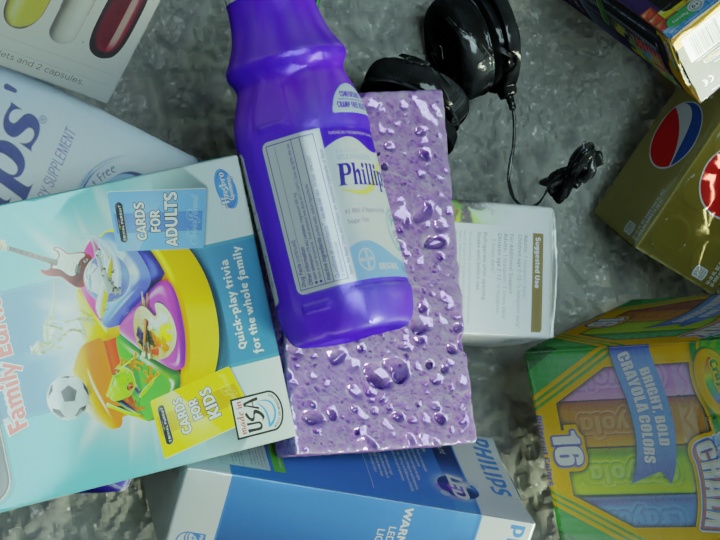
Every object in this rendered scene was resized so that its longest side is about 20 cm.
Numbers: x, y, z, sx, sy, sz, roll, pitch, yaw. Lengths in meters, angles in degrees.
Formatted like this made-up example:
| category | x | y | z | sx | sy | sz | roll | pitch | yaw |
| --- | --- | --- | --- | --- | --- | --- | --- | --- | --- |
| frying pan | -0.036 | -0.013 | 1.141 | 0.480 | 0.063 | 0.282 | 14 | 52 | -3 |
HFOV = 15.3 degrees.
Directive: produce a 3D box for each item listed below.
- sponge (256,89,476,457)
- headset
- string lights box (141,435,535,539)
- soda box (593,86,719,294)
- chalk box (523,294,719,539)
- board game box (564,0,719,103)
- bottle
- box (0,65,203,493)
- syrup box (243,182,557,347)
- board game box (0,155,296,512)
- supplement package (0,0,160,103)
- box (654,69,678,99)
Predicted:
| category | x | y | z | sx | sy | sz | roll | pitch | yaw |
| --- | --- | --- | --- | --- | --- | --- | --- | --- | --- |
| sponge | 0.000 | 0.000 | 1.467 | 0.111 | 0.030 | 0.200 | -1 | 81 | -25 |
| headset | 0.053 | -0.116 | 1.553 | 0.200 | 0.094 | 0.124 | 45 | 68 | -2 |
| string lights box | -0.014 | 0.124 | 1.486 | 0.200 | 0.103 | 0.059 | 11 | 111 | -16 |
| soda box | 0.230 | -0.092 | 1.606 | 0.068 | 0.064 | 0.200 | 29 | 98 | -28 |
| chalk box | 0.215 | 0.083 | 1.527 | 0.124 | 0.200 | 0.124 | -20 | 101 | -50 |
| board game box | 0.222 | -0.206 | 1.571 | 0.200 | 0.165 | 0.057 | -37 | 128 | -5 |
| bottle | -0.027 | -0.061 | 1.407 | 0.084 | 0.065 | 0.200 | 2 | 73 | -68 |
| box | -0.194 | -0.001 | 1.432 | 0.200 | 0.105 | 0.184 | 26 | 76 | -20 |
| syrup box | 0.007 | -0.001 | 1.535 | 0.200 | 0.079 | 0.082 | 3 | 85 | -24 |
| board game box | -0.145 | 0.035 | 1.368 | 0.200 | 0.047 | 0.151 | -14 | 93 | -24 |
| supplement package | -0.204 | -0.200 | 1.394 | 0.200 | 0.156 | 0.111 | 18 | 120 | -22 |
| box | 0.267 | -0.133 | 1.676 | 0.163 | 0.021 | 0.200 | -33 | 104 | -17 |
